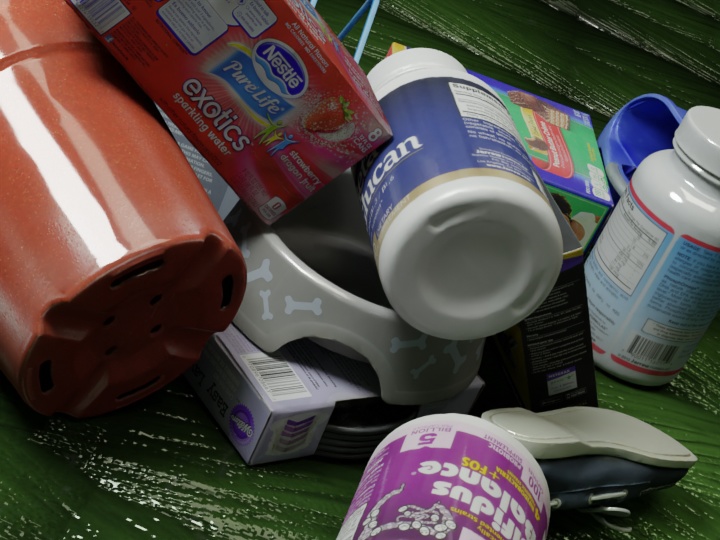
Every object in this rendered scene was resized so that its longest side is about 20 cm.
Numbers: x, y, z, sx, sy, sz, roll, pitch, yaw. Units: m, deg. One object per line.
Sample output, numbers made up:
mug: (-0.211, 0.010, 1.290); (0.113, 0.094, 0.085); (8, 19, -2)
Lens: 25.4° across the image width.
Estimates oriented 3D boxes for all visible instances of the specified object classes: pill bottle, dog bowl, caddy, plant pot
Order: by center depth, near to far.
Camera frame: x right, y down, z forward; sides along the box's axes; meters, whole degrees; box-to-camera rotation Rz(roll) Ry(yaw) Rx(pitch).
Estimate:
pill bottle: (0.035, 0.170, 0.845); (0.112, 0.113, 0.200); (26, 29, 1)
plant pot: (-0.176, -0.033, 0.944); (0.200, 0.201, 0.196); (-8, 51, -45)
pill bottle: (0.051, -0.058, 1.007); (0.110, 0.111, 0.200); (14, 31, -19)
dog bowl: (0.000, 0.000, 1.048); (0.199, 0.059, 0.201); (20, 31, -12)
pill bottle: (0.240, -0.019, 1.220); (0.108, 0.201, 0.109); (19, 30, -12)
caddy: (0.257, -0.061, 1.366); (0.104, 0.142, 0.200); (17, 29, -25)

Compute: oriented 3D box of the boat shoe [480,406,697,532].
boat shoe: (0.145, 0.130, 1.042); (0.199, 0.062, 0.075); (5, 18, -47)

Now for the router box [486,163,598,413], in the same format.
router box: (0.108, -0.006, 1.139); (0.052, 0.158, 0.200); (-16, 38, -5)

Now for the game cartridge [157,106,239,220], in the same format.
game cartridge: (-0.147, -0.102, 1.120); (0.199, 0.134, 0.041); (22, 23, -7)

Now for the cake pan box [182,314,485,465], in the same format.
cake pan box: (-0.040, 0.041, 1.060); (0.183, 0.053, 0.200); (-6, 42, -41)

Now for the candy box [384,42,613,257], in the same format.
candy box: (0.105, -0.102, 1.377); (0.199, 0.077, 0.169); (18, 30, -11)

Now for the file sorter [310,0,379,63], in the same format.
file sorter: (-0.103, -0.182, 1.188); (0.199, 0.123, 0.139); (30, 51, -15)

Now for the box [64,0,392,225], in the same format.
box: (-0.080, -0.139, 0.954); (0.200, 0.099, 0.096); (49, 13, -33)
